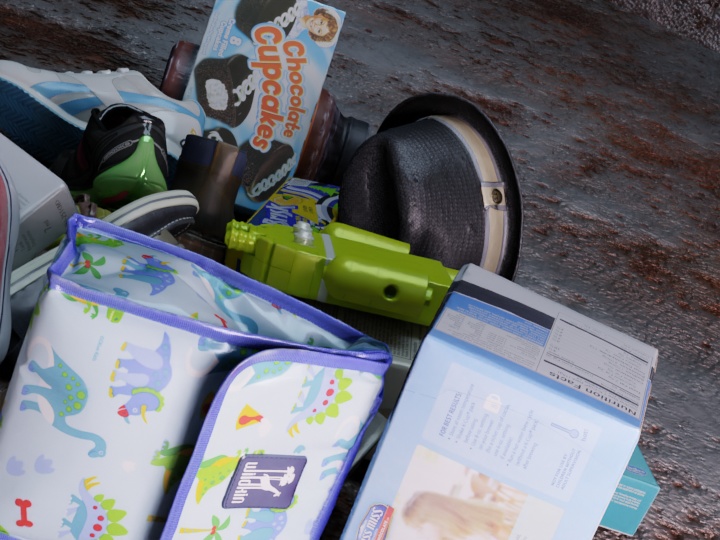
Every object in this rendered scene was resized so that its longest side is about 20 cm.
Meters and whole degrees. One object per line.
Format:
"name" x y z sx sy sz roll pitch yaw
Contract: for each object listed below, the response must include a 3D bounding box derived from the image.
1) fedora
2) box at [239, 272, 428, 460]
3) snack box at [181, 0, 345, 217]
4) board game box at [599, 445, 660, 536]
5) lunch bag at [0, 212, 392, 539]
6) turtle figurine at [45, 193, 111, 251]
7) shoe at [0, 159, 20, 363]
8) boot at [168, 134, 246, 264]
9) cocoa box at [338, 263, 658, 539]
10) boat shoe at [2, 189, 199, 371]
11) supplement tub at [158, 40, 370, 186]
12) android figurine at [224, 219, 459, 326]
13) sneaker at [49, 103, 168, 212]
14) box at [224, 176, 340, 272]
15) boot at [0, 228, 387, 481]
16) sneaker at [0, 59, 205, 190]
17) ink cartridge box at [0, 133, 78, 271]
"fedora" 0.039 -0.042 1.417 0.091 0.201 0.200 -5 32 -43
"box" -0.048 0.062 1.209 0.199 0.078 0.095 14 22 -1
"snack box" -0.097 -0.154 1.573 0.116 0.201 0.037 18 -10 -6
"board game box" 0.124 0.106 1.323 0.150 0.047 0.200 20 21 -16
"lunch bag" -0.101 0.088 0.996 0.199 0.171 0.128 19 20 -10
"turtle figurine" -0.213 -0.021 1.308 0.161 0.065 0.200 9 24 -28
"shoe" -0.263 -0.032 1.121 0.071 0.091 0.201 -14 50 3
"boot" -0.121 -0.061 1.413 0.074 0.097 0.200 19 6 -12
"cocoa box" 0.073 0.125 1.027 0.133 0.201 0.131 23 21 5
"boat shoe" -0.182 0.006 1.208 0.200 0.075 0.062 -35 87 -39
"supplement tub" -0.094 -0.134 1.645 0.199 0.107 0.107 19 21 -7
"android figurine" 0.000 0.000 1.244 0.199 0.041 0.182 15 8 -4
"sneaker" -0.195 -0.089 1.416 0.076 0.084 0.200 15 -6 -28
"box" -0.056 -0.014 1.422 0.064 0.070 0.200 12 19 9
"boot" -0.106 0.094 1.108 0.200 0.182 0.073 47 -16 -2
"sneaker" -0.231 -0.136 1.516 0.199 0.077 0.081 21 53 4
"ink cartridge box" -0.322 -0.042 1.231 0.173 0.044 0.200 -41 54 -20
